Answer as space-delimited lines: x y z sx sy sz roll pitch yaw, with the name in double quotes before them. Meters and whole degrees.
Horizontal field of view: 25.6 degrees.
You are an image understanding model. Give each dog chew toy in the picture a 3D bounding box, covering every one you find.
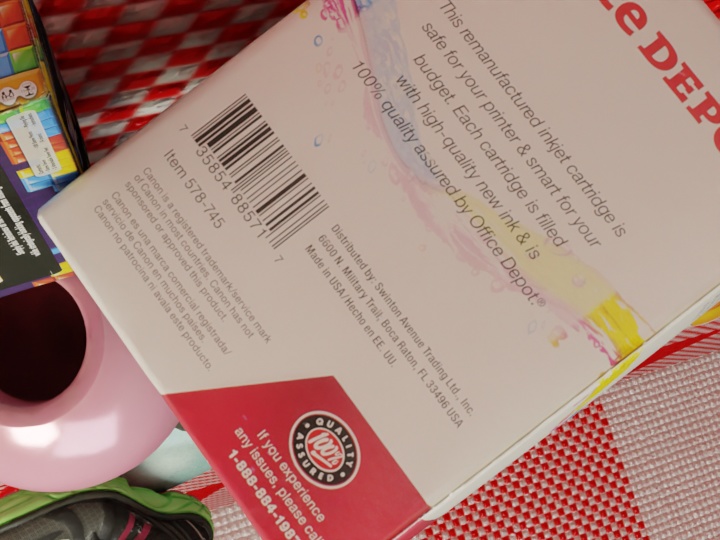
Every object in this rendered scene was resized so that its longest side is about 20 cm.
"dog chew toy" -0.121 0.028 0.691 0.123 0.126 0.200 -19 178 4

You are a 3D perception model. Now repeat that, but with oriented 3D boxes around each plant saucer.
"plant saucer" -0.099 0.097 0.970 0.199 0.039 0.201 -27 -177 1

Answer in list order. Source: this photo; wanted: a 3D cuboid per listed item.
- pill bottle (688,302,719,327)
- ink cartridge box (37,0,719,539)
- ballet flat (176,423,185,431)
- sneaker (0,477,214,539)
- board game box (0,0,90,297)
"pill bottle" 0.209 -0.020 1.051 0.110 0.112 0.200 -21 170 13
"ink cartridge box" 0.028 -0.012 0.522 0.199 0.146 0.145 -37 170 1
"ballet flat" -0.027 0.055 0.776 0.197 0.069 0.068 7 177 5
"sneaker" -0.145 0.162 0.869 0.076 0.085 0.199 -27 154 30
"board game box" -0.168 -0.025 0.491 0.164 0.057 0.200 -16 169 -8
